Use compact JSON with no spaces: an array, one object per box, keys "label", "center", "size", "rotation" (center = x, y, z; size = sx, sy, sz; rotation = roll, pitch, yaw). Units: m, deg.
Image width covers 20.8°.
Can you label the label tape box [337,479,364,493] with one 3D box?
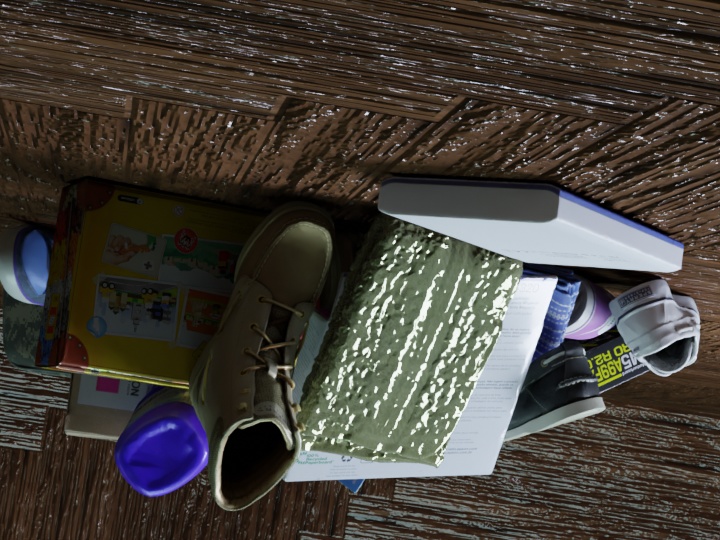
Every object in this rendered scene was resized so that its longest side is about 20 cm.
[{"label":"label tape box","center":[-0.032,0.105,1.932],"size":[0.199,0.144,0.066],"rotation":[36,-175,20]}]

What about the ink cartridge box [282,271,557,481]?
[{"label":"ink cartridge box","center":[0.042,0.078,1.577],"size":[0.195,0.201,0.043],"rotation":[2,-150,-26]}]

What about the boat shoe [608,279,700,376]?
[{"label":"boat shoe","center":[0.260,0.059,1.698],"size":[0.073,0.066,0.200],"rotation":[-27,163,16]}]

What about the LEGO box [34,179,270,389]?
[{"label":"LEGO box","center":[-0.147,0.019,1.578],"size":[0.199,0.150,0.077],"rotation":[11,174,-21]}]

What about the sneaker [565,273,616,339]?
[{"label":"sneaker","center":[0.135,0.036,1.752],"size":[0.199,0.073,0.114],"rotation":[5,177,31]}]

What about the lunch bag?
[{"label":"lunch bag","center":[-0.279,0.048,2.190],"size":[0.199,0.141,0.167],"rotation":[3,-174,42]}]

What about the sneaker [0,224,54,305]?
[{"label":"sneaker","center":[-0.259,-0.002,1.969],"size":[0.145,0.081,0.200],"rotation":[-4,166,18]}]

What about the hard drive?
[{"label":"hard drive","center":[0.119,-0.030,1.321],"size":[0.131,0.026,0.200],"rotation":[4,173,32]}]

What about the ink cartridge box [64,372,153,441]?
[{"label":"ink cartridge box","center":[-0.207,0.058,1.801],"size":[0.074,0.202,0.165],"rotation":[7,175,5]}]

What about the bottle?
[{"label":"bottle","center":[-0.155,0.127,1.665],"size":[0.083,0.065,0.200],"rotation":[-34,-171,10]}]

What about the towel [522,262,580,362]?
[{"label":"towel","center":[0.103,0.049,1.666],"size":[0.144,0.024,0.201],"rotation":[13,146,5]}]

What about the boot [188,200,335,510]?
[{"label":"boot","center":[-0.067,0.062,1.451],"size":[0.072,0.201,0.156],"rotation":[22,-158,-20]}]

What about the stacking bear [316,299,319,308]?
[{"label":"stacking bear","center":[-0.048,0.050,1.756],"size":[0.121,0.114,0.200],"rotation":[22,154,45]}]

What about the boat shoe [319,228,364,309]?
[{"label":"boat shoe","center":[0.000,0.003,1.619],"size":[0.063,0.074,0.201],"rotation":[0,176,4]}]

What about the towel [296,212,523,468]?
[{"label":"towel","center":[0.035,0.056,1.495],"size":[0.148,0.201,0.036],"rotation":[12,-163,-33]}]

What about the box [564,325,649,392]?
[{"label":"box","center":[0.209,0.088,1.927],"size":[0.159,0.045,0.200],"rotation":[-22,-175,-20]}]

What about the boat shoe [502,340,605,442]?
[{"label":"boat shoe","center":[0.133,0.111,1.686],"size":[0.071,0.068,0.200],"rotation":[-15,173,-35]}]
